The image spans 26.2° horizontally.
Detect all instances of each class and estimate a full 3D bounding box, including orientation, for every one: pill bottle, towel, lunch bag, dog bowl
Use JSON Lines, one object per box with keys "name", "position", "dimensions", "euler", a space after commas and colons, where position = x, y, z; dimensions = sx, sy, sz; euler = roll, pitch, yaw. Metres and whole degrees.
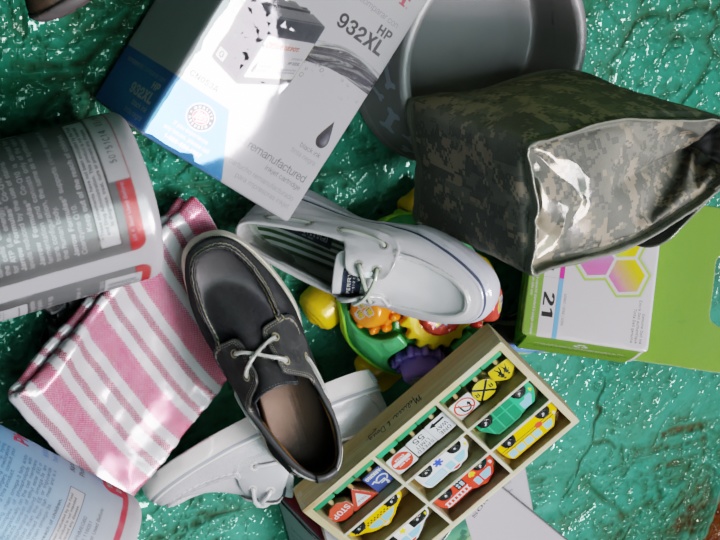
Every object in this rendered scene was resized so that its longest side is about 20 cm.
{"name": "pill bottle", "position": [-0.237, -0.025, 0.998], "dimensions": [0.199, 0.114, 0.114], "euler": [-16, 120, -17]}
{"name": "towel", "position": [-0.151, 0.062, 1.127], "dimensions": [0.200, 0.030, 0.147], "euler": [-51, 133, -19]}
{"name": "pill bottle", "position": [-0.259, 0.161, 1.058], "dimensions": [0.200, 0.109, 0.109], "euler": [33, 92, -20]}
{"name": "lunch bag", "position": [0.158, -0.081, 1.135], "dimensions": [0.199, 0.164, 0.118], "euler": [-16, 114, -27]}
{"name": "dog bowl", "position": [0.090, -0.170, 1.191], "dimensions": [0.199, 0.059, 0.201], "euler": [-15, 119, -28]}

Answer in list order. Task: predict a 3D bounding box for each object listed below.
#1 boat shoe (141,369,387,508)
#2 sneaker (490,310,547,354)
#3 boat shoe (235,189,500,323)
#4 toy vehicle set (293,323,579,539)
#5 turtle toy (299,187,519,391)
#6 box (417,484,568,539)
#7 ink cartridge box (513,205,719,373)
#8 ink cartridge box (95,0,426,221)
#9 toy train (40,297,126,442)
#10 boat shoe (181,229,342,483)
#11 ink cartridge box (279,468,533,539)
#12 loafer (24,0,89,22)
{"name": "boat shoe", "position": [-0.069, 0.146, 1.198], "dimensions": [0.199, 0.072, 0.069], "euler": [-24, 81, -13]}
{"name": "sneaker", "position": [0.185, 0.006, 1.338], "dimensions": [0.199, 0.071, 0.083], "euler": [-34, 110, -17]}
{"name": "boat shoe", "position": [0.000, 0.000, 1.120], "dimensions": [0.067, 0.199, 0.074], "euler": [-41, 142, -49]}
{"name": "toy vehicle set", "position": [0.060, 0.143, 1.195], "dimensions": [0.200, 0.027, 0.124], "euler": [-41, 129, 8]}
{"name": "turtle toy", "position": [0.058, 0.038, 1.221], "dimensions": [0.146, 0.101, 0.200], "euler": [-44, 115, -9]}
{"name": "box", "position": [0.108, 0.265, 1.311], "dimensions": [0.145, 0.036, 0.200], "euler": [-52, 130, -3]}
{"name": "ink cartridge box", "position": [0.235, 0.000, 1.260], "dimensions": [0.199, 0.076, 0.149], "euler": [8, 80, 2]}
{"name": "ink cartridge box", "position": [-0.064, -0.159, 1.076], "dimensions": [0.145, 0.084, 0.200], "euler": [31, 92, -38]}
{"name": "toy train", "position": [-0.203, 0.061, 1.121], "dimensions": [0.046, 0.034, 0.201], "euler": [-30, 125, -32]}
{"name": "boat shoe", "position": [-0.066, 0.062, 1.116], "dimensions": [0.072, 0.068, 0.201], "euler": [-26, 106, -5]}
{"name": "ink cartridge box", "position": [0.041, 0.198, 1.311], "dimensions": [0.199, 0.084, 0.176], "euler": [-26, 124, -22]}
{"name": "loafer", "position": [-0.165, -0.250, 0.986], "dimensions": [0.071, 0.073, 0.200], "euler": [35, 85, -28]}
